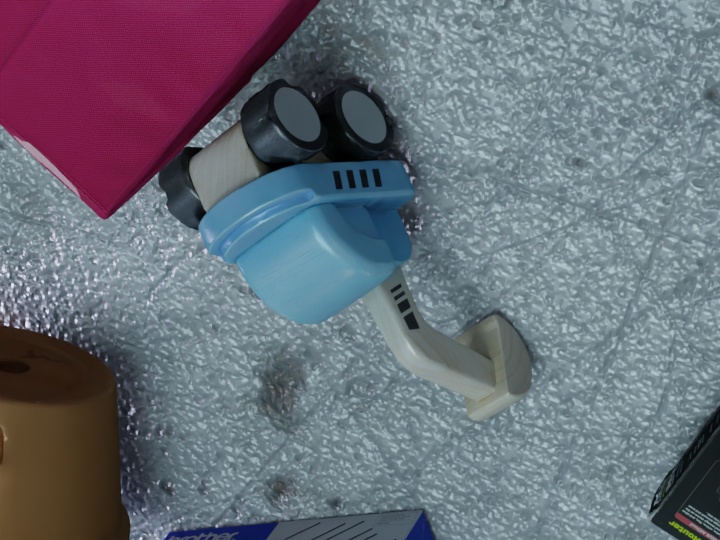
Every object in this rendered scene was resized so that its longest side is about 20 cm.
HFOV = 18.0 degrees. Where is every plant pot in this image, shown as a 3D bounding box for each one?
[{"bbox_3d":[-0.240,0.123,1.481,0.200,0.200,0.140,17,107,15],"label":"plant pot"}]

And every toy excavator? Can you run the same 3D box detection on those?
[{"bbox_3d":[0.000,0.000,1.335,0.100,0.194,0.200,-32,73,34],"label":"toy excavator"}]

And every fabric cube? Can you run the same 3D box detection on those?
[{"bbox_3d":[-0.118,-0.191,1.231,0.200,0.196,0.199,42,128,-4],"label":"fabric cube"}]

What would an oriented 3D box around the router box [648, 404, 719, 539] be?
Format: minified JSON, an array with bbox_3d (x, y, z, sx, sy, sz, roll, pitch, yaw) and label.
[{"bbox_3d":[0.290,0.134,1.313,0.200,0.062,0.150,33,125,4],"label":"router box"}]

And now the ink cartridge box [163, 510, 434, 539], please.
[{"bbox_3d":[-0.056,0.206,1.492,0.200,0.094,0.044,-9,114,28],"label":"ink cartridge box"}]
